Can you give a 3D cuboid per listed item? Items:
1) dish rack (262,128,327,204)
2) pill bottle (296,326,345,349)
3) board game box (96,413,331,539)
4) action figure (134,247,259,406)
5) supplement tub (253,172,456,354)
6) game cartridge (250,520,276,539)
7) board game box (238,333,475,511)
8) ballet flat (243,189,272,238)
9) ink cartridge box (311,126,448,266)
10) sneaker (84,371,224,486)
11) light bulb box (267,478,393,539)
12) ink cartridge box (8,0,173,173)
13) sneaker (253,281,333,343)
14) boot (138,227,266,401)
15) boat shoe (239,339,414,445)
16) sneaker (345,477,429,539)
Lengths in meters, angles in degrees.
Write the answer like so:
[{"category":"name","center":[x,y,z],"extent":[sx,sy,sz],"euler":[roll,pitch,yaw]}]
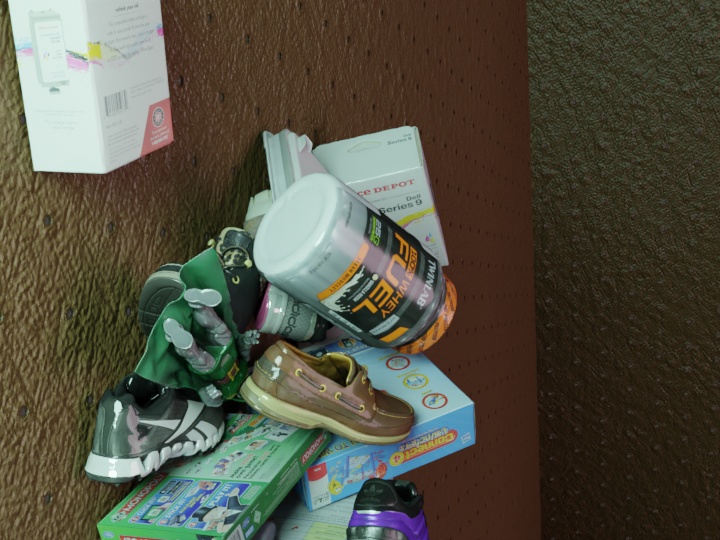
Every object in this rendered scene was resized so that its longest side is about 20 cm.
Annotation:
[{"category":"dish rack","center":[-0.042,-0.068,1.190],"extent":[0.172,0.043,0.200],"euler":[50,17,-36]},{"category":"pill bottle","center":[-0.031,0.136,1.329],"extent":[0.112,0.112,0.201],"euler":[33,61,-69]},{"category":"board game box","center":[-0.129,0.194,0.972],"extent":[0.200,0.134,0.029],"euler":[-43,125,-56]},{"category":"action figure","center":[-0.128,0.075,0.920],"extent":[0.118,0.055,0.200],"euler":[-56,162,-17]},{"category":"supplement tub","center":[0.000,0.000,1.062],"extent":[0.200,0.122,0.123],"euler":[34,56,-34]},{"category":"game cartridge","center":[-0.164,0.302,0.918],"extent":[0.042,0.133,0.200],"euler":[84,18,-48]},{"category":"board game box","center":[-0.010,0.148,1.135],"extent":[0.196,0.199,0.056],"euler":[44,-34,53]},{"category":"ballet flat","center":[-0.097,-0.059,1.203],"extent":[0.200,0.068,0.067],"euler":[-20,92,-76]},{"category":"ink cartridge box","center":[0.027,-0.082,1.397],"extent":[0.200,0.145,0.088],"euler":[72,8,-47]},{"category":"sneaker","center":[-0.178,0.127,0.957],"extent":[0.200,0.066,0.091],"euler":[-13,108,-69]},{"category":"light bulb box","center":[-0.082,0.300,1.066],"extent":[0.200,0.198,0.125],"euler":[-48,134,-61]},{"category":"ink cartridge box","center":[-0.209,-0.186,0.814],"extent":[0.116,0.067,0.201],"euler":[-46,137,-64]},{"category":"sneaker","center":[-0.067,0.039,1.170],"extent":[0.200,0.087,0.074],"euler":[-106,-143,-80]},{"category":"boot","center":[-0.146,0.020,1.025],"extent":[0.200,0.073,0.151],"euler":[76,26,-51]},{"category":"boat shoe","center":[-0.017,0.115,0.982],"extent":[0.200,0.072,0.068],"euler":[20,101,-40]},{"category":"sneaker","center":[0.043,0.257,1.020],"extent":[0.200,0.069,0.100],"euler":[57,35,-55]}]
